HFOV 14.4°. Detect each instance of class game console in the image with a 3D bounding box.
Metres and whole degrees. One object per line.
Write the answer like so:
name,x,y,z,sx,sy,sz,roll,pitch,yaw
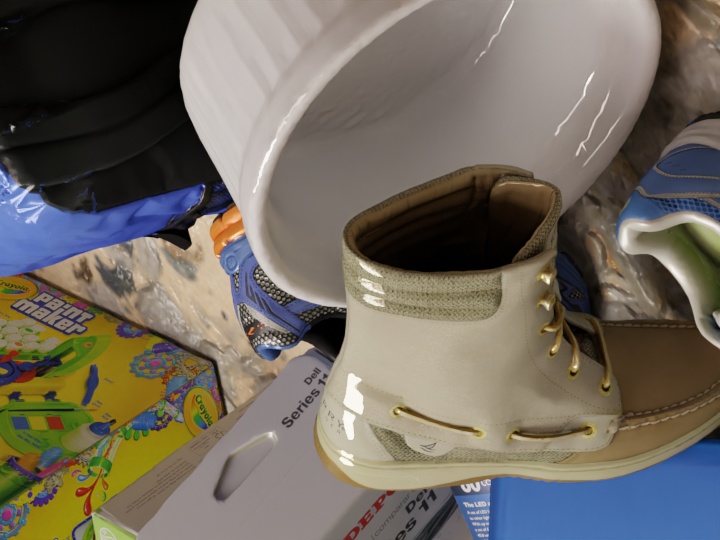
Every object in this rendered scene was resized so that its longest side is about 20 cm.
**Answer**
game console,0.166,0.169,1.335,0.200,0.119,0.171,3,149,29

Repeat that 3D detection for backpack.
backpack,-0.133,-0.077,1.321,0.168,0.200,0.163,-36,80,46

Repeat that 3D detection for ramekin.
ramekin,0.020,-0.087,1.220,0.098,0.200,0.201,55,152,33

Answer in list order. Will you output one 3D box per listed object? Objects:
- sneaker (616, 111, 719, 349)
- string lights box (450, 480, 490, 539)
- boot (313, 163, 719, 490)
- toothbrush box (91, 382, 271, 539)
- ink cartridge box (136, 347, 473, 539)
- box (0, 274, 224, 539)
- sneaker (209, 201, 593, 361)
sneaker,0.190,0.024,1.206,0.200,0.077,0.076,44,144,16
string lights box,0.118,0.137,1.396,0.103,0.059,0.200,-11,110,38
boot,0.082,0.021,1.241,0.155,0.200,0.072,96,162,-47
toothbrush box,-0.061,0.189,1.616,0.086,0.146,0.200,28,138,35
ink cartridge box,-0.018,0.154,1.471,0.083,0.147,0.200,33,164,31
box,-0.211,0.117,1.703,0.200,0.193,0.122,23,135,41
sneaker,0.020,0.019,1.334,0.075,0.200,0.079,-37,51,55
